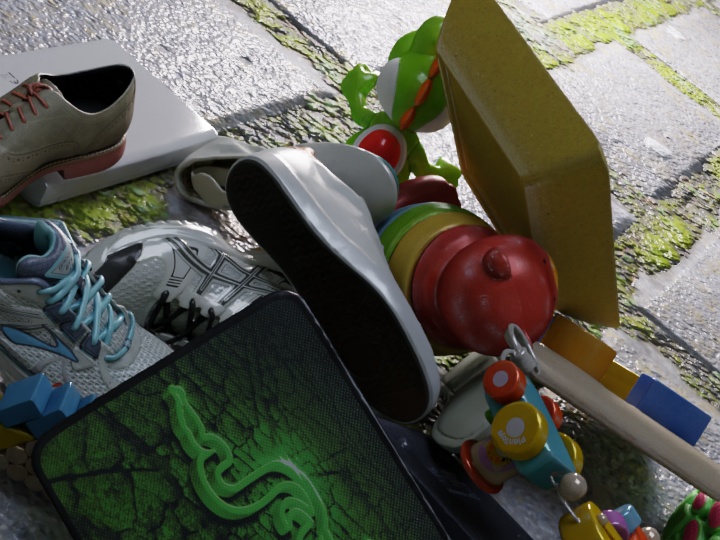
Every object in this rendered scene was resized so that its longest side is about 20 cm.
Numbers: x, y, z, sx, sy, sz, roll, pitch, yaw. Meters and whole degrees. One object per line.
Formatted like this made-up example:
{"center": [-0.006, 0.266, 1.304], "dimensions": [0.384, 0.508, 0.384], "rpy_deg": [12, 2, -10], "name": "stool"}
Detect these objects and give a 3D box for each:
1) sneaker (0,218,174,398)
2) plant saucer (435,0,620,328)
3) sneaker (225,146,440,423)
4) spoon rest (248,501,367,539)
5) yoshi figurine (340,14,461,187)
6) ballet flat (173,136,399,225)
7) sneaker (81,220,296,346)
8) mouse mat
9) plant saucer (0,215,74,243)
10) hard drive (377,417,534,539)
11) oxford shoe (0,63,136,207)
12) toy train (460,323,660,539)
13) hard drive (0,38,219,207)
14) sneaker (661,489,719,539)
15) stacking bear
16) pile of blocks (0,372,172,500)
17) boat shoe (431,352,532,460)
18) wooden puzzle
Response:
{"center": [-0.176, 0.023, 0.754], "dimensions": [0.199, 0.086, 0.078], "rpy_deg": [29, 37, -19], "name": "sneaker"}
{"center": [0.110, -0.075, 0.942], "dimensions": [0.048, 0.201, 0.201], "rpy_deg": [-24, 53, -5], "name": "plant saucer"}
{"center": [0.000, 0.000, 0.871], "dimensions": [0.201, 0.073, 0.084], "rpy_deg": [57, 37, 5], "name": "sneaker"}
{"center": [0.013, 0.195, 0.713], "dimensions": [0.199, 0.100, 0.061], "rpy_deg": [39, 4, -20], "name": "spoon rest"}
{"center": [0.026, -0.108, 1.046], "dimensions": [0.112, 0.201, 0.112], "rpy_deg": [17, 24, -42], "name": "yoshi figurine"}
{"center": [-0.061, -0.057, 0.964], "dimensions": [0.198, 0.070, 0.069], "rpy_deg": [12, 11, 42], "name": "ballet flat"}
{"center": [-0.089, 0.026, 0.861], "dimensions": [0.198, 0.076, 0.088], "rpy_deg": [4, 44, -37], "name": "sneaker"}
{"center": [-0.049, 0.129, 0.661], "dimensions": [0.201, 0.160, 0.008], "rpy_deg": [57, -10, 8], "name": "mouse mat"}
{"center": [-0.256, -0.013, 0.813], "dimensions": [0.198, 0.019, 0.070], "rpy_deg": [4, 41, -42], "name": "plant saucer"}
{"center": [0.075, 0.170, 0.794], "dimensions": [0.200, 0.042, 0.135], "rpy_deg": [45, 7, 27], "name": "hard drive"}
{"center": [-0.226, -0.092, 0.857], "dimensions": [0.070, 0.075, 0.199], "rpy_deg": [42, 40, 16], "name": "oxford shoe"}
{"center": [0.118, 0.135, 0.775], "dimensions": [0.201, 0.055, 0.150], "rpy_deg": [57, 13, -3], "name": "toy train"}
{"center": [-0.211, -0.115, 0.999], "dimensions": [0.132, 0.027, 0.199], "rpy_deg": [41, 31, 14], "name": "hard drive"}
{"center": [0.266, 0.220, 0.943], "dimensions": [0.084, 0.077, 0.201], "rpy_deg": [42, 29, -20], "name": "sneaker"}
{"center": [0.065, 0.008, 0.916], "dimensions": [0.112, 0.123, 0.200], "rpy_deg": [-16, 12, -19], "name": "stacking bear"}
{"center": [-0.136, 0.086, 0.717], "dimensions": [0.198, 0.083, 0.062], "rpy_deg": [26, 30, -13], "name": "pile of blocks"}
{"center": [0.089, 0.097, 0.889], "dimensions": [0.061, 0.072, 0.202], "rpy_deg": [53, 6, -4], "name": "boat shoe"}
{"center": [0.179, 0.080, 0.994], "dimensions": [0.184, 0.047, 0.200], "rpy_deg": [34, 5, -10], "name": "wooden puzzle"}
